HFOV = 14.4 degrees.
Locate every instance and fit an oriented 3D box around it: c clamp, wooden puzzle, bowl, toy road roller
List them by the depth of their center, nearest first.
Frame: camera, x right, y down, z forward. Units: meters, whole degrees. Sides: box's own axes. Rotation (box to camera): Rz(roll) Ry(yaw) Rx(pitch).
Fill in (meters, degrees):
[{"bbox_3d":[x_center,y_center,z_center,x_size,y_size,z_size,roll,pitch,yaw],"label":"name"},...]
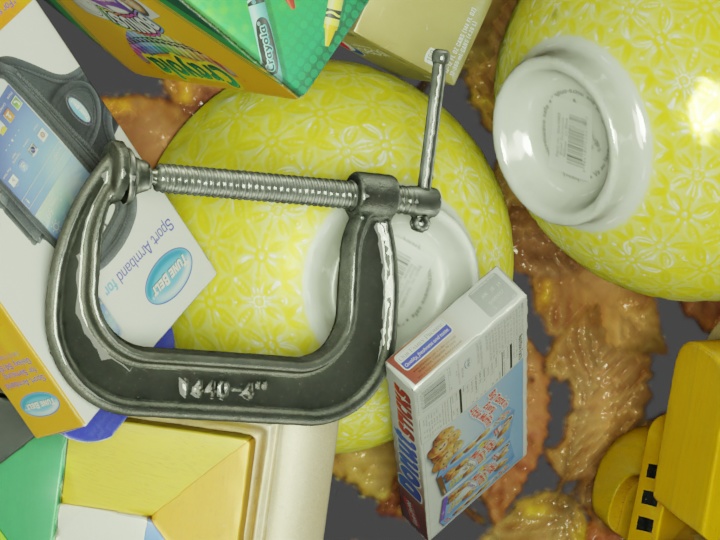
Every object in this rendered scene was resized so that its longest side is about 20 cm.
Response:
[{"bbox_3d":[-0.050,-0.014,1.288,0.199,0.027,0.172,-2,93,-28],"label":"c clamp"},{"bbox_3d":[-0.119,0.131,1.350,0.199,0.037,0.186,8,94,1],"label":"wooden puzzle"},{"bbox_3d":[0.128,-0.072,1.365,0.107,0.200,0.201,-19,106,-40],"label":"bowl"},{"bbox_3d":[0.000,0.000,1.388,0.199,0.108,0.201,-4,99,-25],"label":"bowl"},{"bbox_3d":[0.192,0.100,1.460,0.122,0.146,0.201,-2,113,-27],"label":"toy road roller"}]

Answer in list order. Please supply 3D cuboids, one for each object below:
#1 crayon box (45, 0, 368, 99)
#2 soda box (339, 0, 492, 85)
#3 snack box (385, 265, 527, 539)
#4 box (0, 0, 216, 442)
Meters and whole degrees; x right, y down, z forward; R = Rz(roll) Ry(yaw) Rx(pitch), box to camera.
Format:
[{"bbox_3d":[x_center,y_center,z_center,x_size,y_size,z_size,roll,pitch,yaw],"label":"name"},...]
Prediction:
[{"bbox_3d":[-0.092,-0.139,1.272,0.119,0.200,0.058,39,80,-24],"label":"crayon box"},{"bbox_3d":[0.048,-0.195,1.403,0.064,0.068,0.201,25,87,-25],"label":"soda box"},{"bbox_3d":[0.049,0.069,1.390,0.072,0.200,0.024,-41,69,-15],"label":"snack box"},{"bbox_3d":[-0.144,-0.022,1.280,0.200,0.041,0.119,55,46,-18],"label":"box"}]
